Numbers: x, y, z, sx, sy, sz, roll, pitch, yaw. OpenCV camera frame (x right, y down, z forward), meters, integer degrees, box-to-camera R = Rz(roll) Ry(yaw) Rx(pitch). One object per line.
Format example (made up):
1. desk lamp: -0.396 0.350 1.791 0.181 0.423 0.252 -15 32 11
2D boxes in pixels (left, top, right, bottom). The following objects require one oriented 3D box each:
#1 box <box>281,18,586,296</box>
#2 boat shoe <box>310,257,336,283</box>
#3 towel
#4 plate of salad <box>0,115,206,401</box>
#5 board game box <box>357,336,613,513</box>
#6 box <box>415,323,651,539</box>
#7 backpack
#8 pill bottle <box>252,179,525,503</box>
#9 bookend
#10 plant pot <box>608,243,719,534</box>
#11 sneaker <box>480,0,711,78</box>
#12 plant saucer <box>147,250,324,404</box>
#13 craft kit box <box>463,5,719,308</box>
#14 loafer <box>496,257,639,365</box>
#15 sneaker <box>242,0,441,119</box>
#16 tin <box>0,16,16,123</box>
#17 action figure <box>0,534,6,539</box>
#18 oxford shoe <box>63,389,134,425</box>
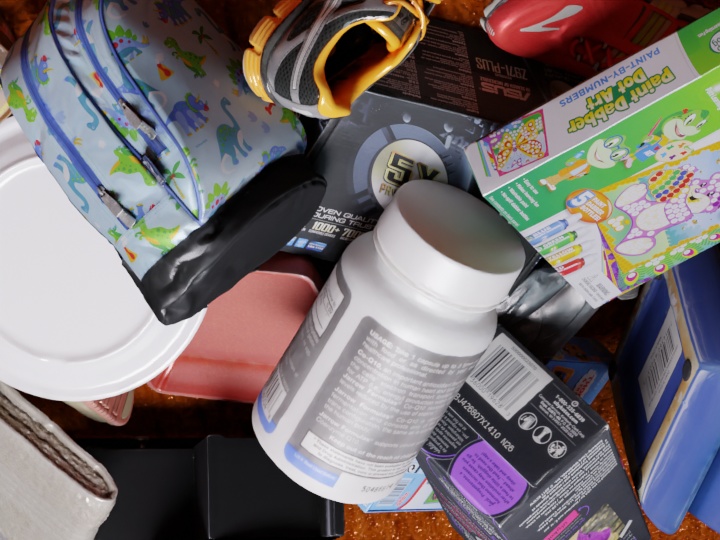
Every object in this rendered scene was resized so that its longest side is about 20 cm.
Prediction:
1. box: 0.046 -0.079 1.636 0.199 0.086 0.164 12 137 -24
2. boat shoe: 0.000 0.000 1.744 0.199 0.064 0.071 11 138 -22
3. towel: -0.267 0.136 1.800 0.200 0.034 0.133 40 141 10
4. plate of salad: -0.194 -0.012 1.648 0.199 0.048 0.201 1 102 6
5. board game box: 0.093 0.114 1.831 0.200 0.037 0.152 7 122 -53
6. box: 0.119 0.149 1.748 0.106 0.122 0.200 -41 150 -9
7. backpack: -0.128 -0.092 1.518 0.163 0.200 0.154 -35 161 -49
8. pill bottle: 0.020 0.046 1.606 0.113 0.114 0.200 15 123 -27
9. bookend: -0.125 0.162 1.838 0.199 0.093 0.199 0 171 -10
10. plant pot: 0.293 0.082 1.787 0.179 0.200 0.200 8 131 -13
11. sneaker: 0.174 -0.140 1.581 0.199 0.085 0.077 11 137 -23
12. plant saucer: -0.091 0.034 1.741 0.199 0.037 0.200 5 150 23
13. craft kit box: 0.194 -0.070 1.576 0.197 0.049 0.200 -31 148 13
14. loafer: 0.174 -0.011 1.731 0.200 0.073 0.072 -37 112 19
15. sneaker: 0.019 -0.169 1.481 0.200 0.077 0.078 -51 131 1
16. tin: -0.313 -0.118 1.563 0.199 0.042 0.112 -14 137 8
17. action figure: -0.336 0.242 1.964 0.193 0.105 0.200 17 133 -13
18. oxford shoe: -0.236 0.047 1.768 0.074 0.071 0.200 -14 134 28
